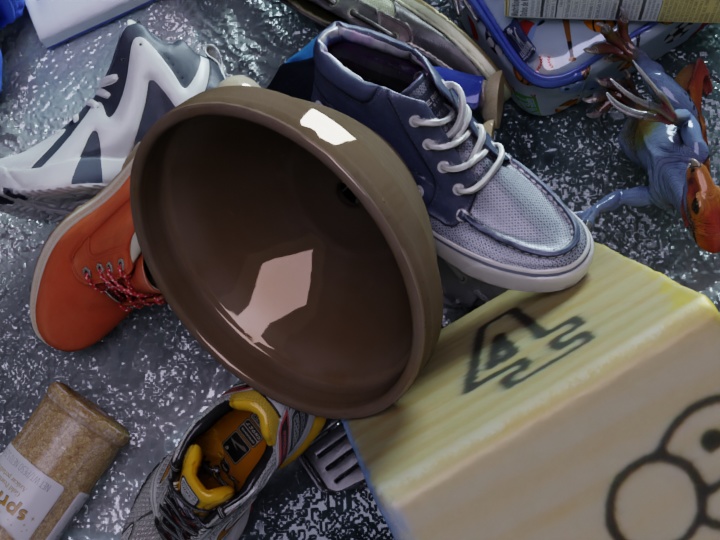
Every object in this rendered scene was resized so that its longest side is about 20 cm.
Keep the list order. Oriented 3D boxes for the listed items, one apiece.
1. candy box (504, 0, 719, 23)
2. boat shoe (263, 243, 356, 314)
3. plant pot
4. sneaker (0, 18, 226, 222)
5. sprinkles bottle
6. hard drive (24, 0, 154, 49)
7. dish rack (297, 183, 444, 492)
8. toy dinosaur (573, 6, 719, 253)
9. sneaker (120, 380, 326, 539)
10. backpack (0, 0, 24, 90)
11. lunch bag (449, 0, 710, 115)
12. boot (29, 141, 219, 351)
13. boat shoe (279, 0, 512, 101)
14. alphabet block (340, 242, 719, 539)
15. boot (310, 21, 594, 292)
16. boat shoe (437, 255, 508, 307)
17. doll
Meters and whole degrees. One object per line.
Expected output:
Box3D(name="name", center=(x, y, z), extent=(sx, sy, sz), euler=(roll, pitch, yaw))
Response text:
Box3D(name="candy box", center=(0.196, -0.229, 0.800), extent=(0.197, 0.055, 0.117), euler=(3, 73, 7))
Box3D(name="boat shoe", center=(-0.001, 0.000, 0.783), extent=(0.198, 0.070, 0.073), euler=(-17, 85, 5))
Box3D(name="plant pot", center=(-0.027, -0.023, 0.685), extent=(0.200, 0.202, 0.093), euler=(35, 49, 12))
Box3D(name="sneaker", center=(-0.180, -0.114, 0.867), extent=(0.196, 0.080, 0.132), euler=(-11, 75, 2))
Box3D(name="sprinkles bottle", center=(-0.238, 0.175, 0.811), extent=(0.068, 0.068, 0.201), euler=(33, 81, 11))
Box3D(name="hard drive", center=(-0.176, -0.271, 0.930), extent=(0.198, 0.025, 0.133), euler=(-24, 76, -1))
Box3D(name="dish rack", center=(-0.020, 0.043, 0.831), extent=(0.153, 0.055, 0.201), euler=(-35, 77, -3))
Box3D(name="toy dinosaur", center=(0.203, -0.085, 0.754), extent=(0.197, 0.106, 0.182), euler=(-14, 49, -20))
Box3D(name="sneaker", center=(-0.104, 0.137, 0.780), extent=(0.078, 0.082, 0.201), euler=(40, 110, 12))
Box3D(name="backpack", center=(-0.329, -0.205, 0.857), extent=(0.166, 0.163, 0.202), euler=(-21, 75, -1))
Box3D(name="lunch bag", center=(0.160, -0.217, 0.867), extent=(0.198, 0.076, 0.162), euler=(-29, 74, -3))
Box3D(name="boot", center=(-0.159, -0.003, 0.799), extent=(0.200, 0.075, 0.108), euler=(-48, 31, 22))
Box3D(name="boat shoe", center=(0.020, -0.168, 0.871), extent=(0.200, 0.072, 0.066), euler=(41, 89, 17))
Box3D(name="alphabet block", center=(0.119, 0.125, 0.699), extent=(0.198, 0.196, 0.197), euler=(-28, 105, -3))
Box3D(name="boot", center=(0.050, -0.066, 0.702), extent=(0.198, 0.091, 0.073), euler=(29, 61, 17))
Box3D(name="boat shoe", center=(0.074, -0.013, 0.832), extent=(0.068, 0.072, 0.201), euler=(-37, 82, 17))
Box3D(name="doll", center=(-0.007, -0.104, 0.805), extent=(0.197, 0.049, 0.138), euler=(8, 63, 12))
